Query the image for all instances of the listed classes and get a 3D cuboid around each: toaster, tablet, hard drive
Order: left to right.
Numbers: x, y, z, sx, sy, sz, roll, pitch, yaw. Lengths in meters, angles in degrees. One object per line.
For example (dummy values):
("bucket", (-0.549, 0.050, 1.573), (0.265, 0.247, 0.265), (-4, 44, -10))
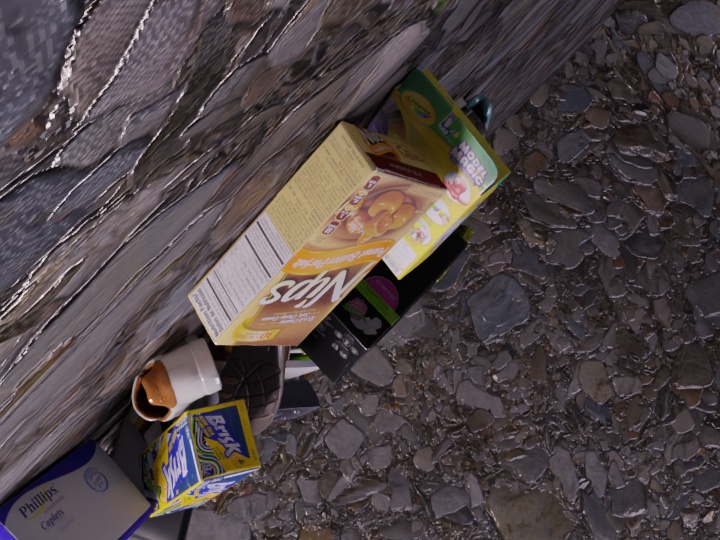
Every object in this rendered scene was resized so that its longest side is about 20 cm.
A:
("toaster", (-0.268, 0.283, 1.240), (0.181, 0.117, 0.203), (-47, -154, 51))
("hard drive", (-0.164, 0.180, 1.389), (0.196, 0.043, 0.135), (-2, 166, -21))
("tablet", (-0.149, 0.141, 1.358), (0.128, 0.014, 0.198), (3, 162, -41))

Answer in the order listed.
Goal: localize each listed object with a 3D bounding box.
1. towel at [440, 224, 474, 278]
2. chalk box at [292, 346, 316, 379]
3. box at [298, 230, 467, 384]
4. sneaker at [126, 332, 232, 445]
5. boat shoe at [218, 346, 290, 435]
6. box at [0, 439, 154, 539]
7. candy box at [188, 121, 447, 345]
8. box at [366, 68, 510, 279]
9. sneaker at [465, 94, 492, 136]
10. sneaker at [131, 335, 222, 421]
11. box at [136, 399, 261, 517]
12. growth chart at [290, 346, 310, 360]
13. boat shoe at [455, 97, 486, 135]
("towel", (0.059, -0.049, 1.401), (0.199, 0.018, 0.087), (25, -108, 46))
("chalk box", (-0.048, 0.039, 1.490), (0.125, 0.124, 0.200), (-46, 179, 25))
("box", (0.000, 0.000, 1.233), (0.200, 0.149, 0.124), (-43, 177, -32))
("sneaker", (-0.169, 0.128, 1.198), (0.200, 0.090, 0.075), (-44, 178, -8))
("boat shoe", (-0.107, 0.088, 1.140), (0.072, 0.074, 0.203), (-62, 168, -63))
("box", (-0.333, 0.296, 1.039), (0.200, 0.105, 0.184), (-46, 179, 20))
("candy box", (-0.035, -0.022, 0.844), (0.200, 0.056, 0.115), (-47, 153, 22))
("box", (0.050, -0.086, 0.916), (0.048, 0.118, 0.200), (-36, 174, -30))
("sneaker", (0.120, -0.174, 1.466), (0.201, 0.077, 0.087), (-56, 178, -27))
("sneaker", (-0.185, 0.108, 1.021), (0.083, 0.074, 0.200), (-23, 172, -13))
("box", (-0.167, 0.193, 1.055), (0.063, 0.071, 0.200), (-9, 163, -28))
("growth chart", (-0.116, 0.112, 1.322), (0.142, 0.018, 0.200), (-11, 167, 15))
("boat shoe", (0.082, -0.138, 1.391), (0.202, 0.060, 0.072), (-45, 180, 17))
